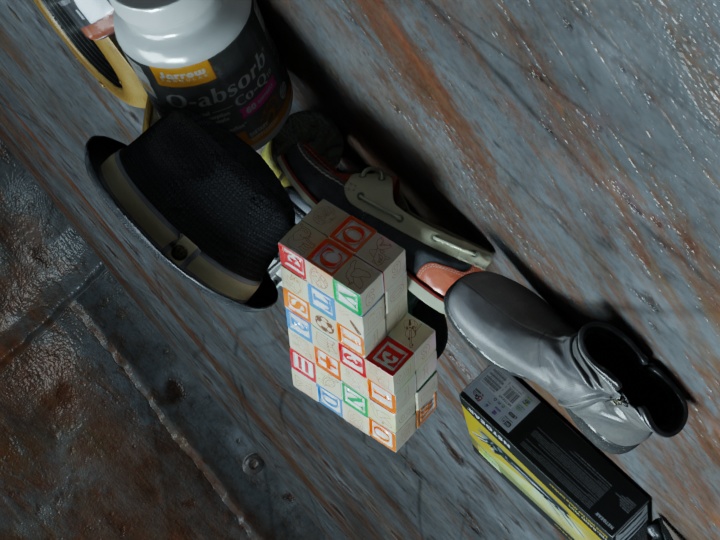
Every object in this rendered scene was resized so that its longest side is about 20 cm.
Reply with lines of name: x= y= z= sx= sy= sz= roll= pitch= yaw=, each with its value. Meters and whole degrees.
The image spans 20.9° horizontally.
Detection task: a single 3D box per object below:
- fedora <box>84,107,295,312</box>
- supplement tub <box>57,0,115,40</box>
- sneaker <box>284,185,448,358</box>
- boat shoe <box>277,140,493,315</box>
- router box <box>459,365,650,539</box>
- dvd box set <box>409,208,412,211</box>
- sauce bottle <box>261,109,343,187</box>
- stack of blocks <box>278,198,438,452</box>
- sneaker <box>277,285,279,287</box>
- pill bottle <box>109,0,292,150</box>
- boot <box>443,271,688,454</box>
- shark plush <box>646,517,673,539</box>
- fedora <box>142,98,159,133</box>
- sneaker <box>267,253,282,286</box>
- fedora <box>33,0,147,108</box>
fedora: x=-0.123 y=-0.061 z=1.567 sx=0.201 sy=0.092 sz=0.201 roll=41 pitch=-167 yaw=-12
supplement tub: x=-0.250 y=-0.301 z=1.654 sx=0.200 sy=0.107 sz=0.107 roll=51 pitch=168 yaw=-18
sneaker: x=0.000 y=0.000 z=1.703 sx=0.200 sy=0.074 sz=0.088 roll=46 pitch=-179 yaw=-3
boat shoe: x=0.018 y=-0.047 z=1.595 sx=0.200 sy=0.063 sz=0.071 roll=40 pitch=-165 yaw=16
router box: x=0.185 y=0.192 z=1.836 sx=0.200 sy=0.052 sz=0.157 roll=43 pitch=168 yaw=24
dvd box set: x=0.025 y=-0.021 z=1.766 sx=0.146 sy=0.029 sz=0.200 roll=49 pitch=168 yaw=-12
sauce bottle: x=-0.060 y=-0.096 z=1.744 sx=0.065 sy=0.065 sz=0.200 roll=48 pitch=168 yaw=-3
stack of blocks: x=0.000 y=0.048 z=1.595 sx=0.115 sy=0.059 sz=0.200 roll=31 pitch=150 yaw=25
sneaker: x=-0.121 y=-0.037 z=2.029 sx=0.074 sy=0.118 sz=0.200 roll=52 pitch=169 yaw=-30
pill bottle: x=-0.133 y=-0.187 z=1.583 sx=0.116 sy=0.116 sz=0.200 roll=41 pitch=167 yaw=31
boot: x=0.159 y=0.057 z=1.482 sx=0.200 sy=0.070 sz=0.132 roll=36 pitch=165 yaw=3
shark plush: x=0.315 y=0.317 z=1.755 sx=0.200 sy=0.091 sz=0.083 roll=42 pitch=-162 yaw=4
fedora: x=-0.148 y=-0.108 z=1.819 sx=0.082 sy=0.201 sz=0.201 roll=2 pitch=157 yaw=7
sneaker: x=-0.033 y=-0.004 z=1.800 sx=0.200 sy=0.066 sz=0.091 roll=32 pitch=-146 yaw=-30
fedora: x=-0.244 y=-0.249 z=1.861 sx=0.201 sy=0.082 sz=0.201 roll=46 pitch=168 yaw=13
